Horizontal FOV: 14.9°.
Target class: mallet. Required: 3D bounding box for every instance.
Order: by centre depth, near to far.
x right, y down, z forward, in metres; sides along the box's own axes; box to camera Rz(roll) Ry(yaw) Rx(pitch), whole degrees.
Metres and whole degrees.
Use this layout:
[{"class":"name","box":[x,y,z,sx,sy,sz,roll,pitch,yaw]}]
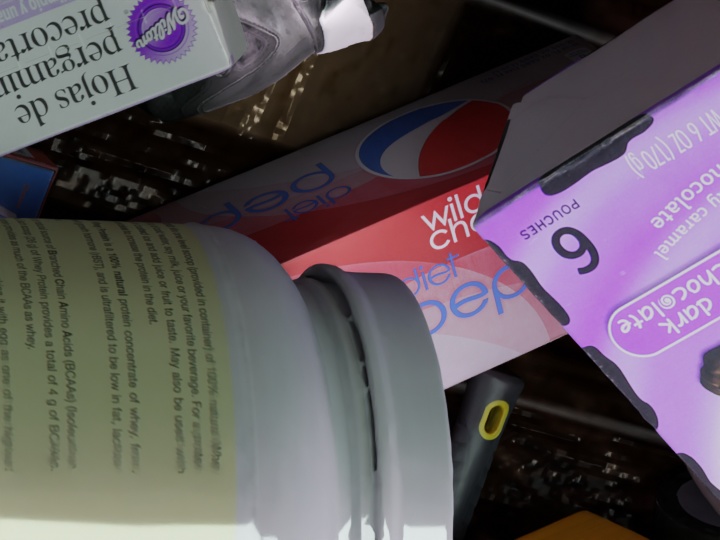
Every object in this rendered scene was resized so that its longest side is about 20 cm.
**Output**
[{"class":"mallet","box":[0.018,0.129,0.912,0.066,0.041,0.200,24,95,-32]}]

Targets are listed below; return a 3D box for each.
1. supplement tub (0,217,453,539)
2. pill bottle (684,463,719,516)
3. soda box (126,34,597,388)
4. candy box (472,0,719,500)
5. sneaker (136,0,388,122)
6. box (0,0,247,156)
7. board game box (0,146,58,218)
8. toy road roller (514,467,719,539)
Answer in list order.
[{"class":"supplement tub","box":[-0.090,0.058,0.688,0.200,0.145,0.145,2,111,-16]},{"class":"pill bottle","box":[0.204,0.013,0.904,0.200,0.111,0.111,-15,117,-19]},{"class":"soda box","box":[0.000,0.000,0.825,0.200,0.070,0.064,-23,119,-15]},{"class":"candy box","box":[0.160,0.002,0.743,0.168,0.072,0.200,-32,109,31]},{"class":"sneaker","box":[-0.071,-0.119,0.743,0.090,0.066,0.200,-37,124,-10]},{"class":"box","box":[-0.129,-0.038,0.721,0.200,0.041,0.039,-20,101,7]},{"class":"board game box","box":[-0.169,0.046,0.795,0.103,0.019,0.200,16,104,-28]},{"class":"toy road roller","box":[0.113,0.155,0.882,0.200,0.146,0.123,-16,119,-39]}]
